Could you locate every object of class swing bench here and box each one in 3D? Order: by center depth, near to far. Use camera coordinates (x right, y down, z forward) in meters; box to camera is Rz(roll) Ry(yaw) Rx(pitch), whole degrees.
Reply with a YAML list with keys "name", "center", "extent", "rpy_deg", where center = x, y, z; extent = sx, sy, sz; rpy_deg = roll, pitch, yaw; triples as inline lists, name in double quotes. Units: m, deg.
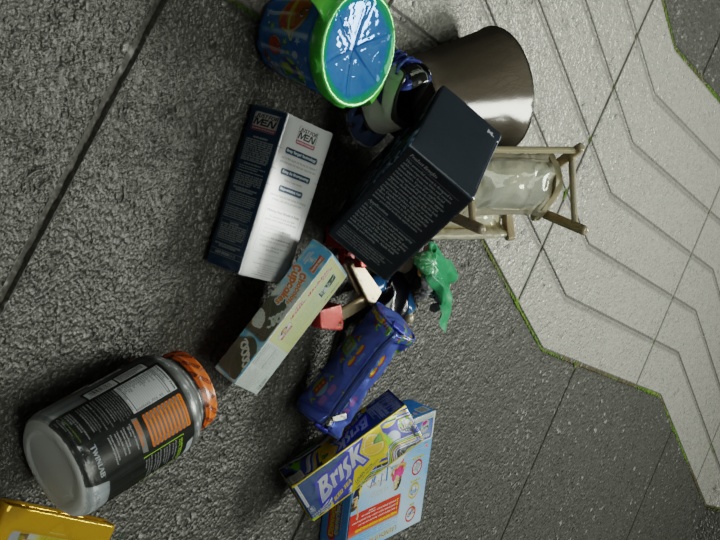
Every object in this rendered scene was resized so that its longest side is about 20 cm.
- name: "swing bench"
  center: [0.192, -0.110, 1.615]
  extent: [0.196, 0.199, 0.132]
  rpy_deg: [-2, 90, -29]

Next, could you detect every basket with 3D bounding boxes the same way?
- name: "basket"
  center: [0.132, -0.245, 1.567]
  extent: [0.198, 0.135, 0.183]
  rpy_deg: [-17, 101, -43]

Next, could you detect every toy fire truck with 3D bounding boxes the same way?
- name: "toy fire truck"
  center: [0.000, 0.000, 1.547]
  extent: [0.198, 0.048, 0.144]
  rpy_deg: [-10, 104, -44]

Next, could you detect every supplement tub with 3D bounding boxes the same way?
- name: "supplement tub"
  center: [-0.263, 0.174, 1.243]
  extent: [0.199, 0.121, 0.124]
  rpy_deg: [-29, 127, -42]

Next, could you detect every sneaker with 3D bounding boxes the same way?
- name: "sneaker"
  center: [0.033, -0.264, 1.410]
  extent: [0.080, 0.114, 0.203]
  rpy_deg: [-20, 101, -46]

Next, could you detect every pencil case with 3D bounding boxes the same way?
- name: "pencil case"
  center: [-0.007, 0.142, 1.548]
  extent: [0.078, 0.087, 0.201]
  rpy_deg: [36, 95, -20]

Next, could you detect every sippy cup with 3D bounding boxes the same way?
- name: "sippy cup"
  center: [-0.048, -0.273, 1.321]
  extent: [0.139, 0.129, 0.180]
  rpy_deg: [-26, 124, -42]

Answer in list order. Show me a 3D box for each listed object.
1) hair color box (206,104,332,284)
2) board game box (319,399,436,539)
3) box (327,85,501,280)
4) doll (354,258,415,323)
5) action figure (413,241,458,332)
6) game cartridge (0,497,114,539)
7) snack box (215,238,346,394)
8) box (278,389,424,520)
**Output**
- name: "hair color box"
  center: [-0.112, -0.091, 1.373]
  extent: [0.100, 0.060, 0.203]
  rpy_deg: [16, 93, -57]
- name: "board game box"
  center: [0.028, 0.322, 1.738]
  extent: [0.199, 0.055, 0.199]
  rpy_deg: [-11, 114, -50]
- name: "box"
  center: [0.070, -0.111, 1.446]
  extent: [0.107, 0.200, 0.149]
  rpy_deg: [38, 42, -9]
- name: "doll"
  center: [0.030, 0.059, 1.632]
  extent: [0.136, 0.048, 0.202]
  rpy_deg: [32, 79, -47]
- name: "action figure"
  center: [0.108, 0.009, 1.655]
  extent: [0.200, 0.054, 0.120]
  rpy_deg: [58, 32, -68]
- name: "game cartridge"
  center: [-0.381, 0.365, 1.250]
  extent: [0.176, 0.032, 0.203]
  rpy_deg: [30, 79, -53]
- name: "snack box"
  center: [-0.097, 0.062, 1.413]
  extent: [0.201, 0.037, 0.116]
  rpy_deg: [-53, 166, -5]
- name: "box"
  center: [-0.013, 0.262, 1.585]
  extent: [0.199, 0.064, 0.071]
  rpy_deg: [-34, 114, -10]
